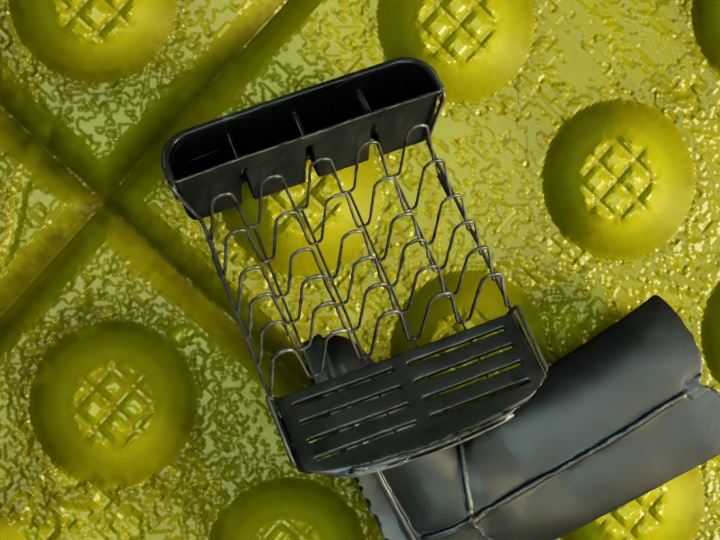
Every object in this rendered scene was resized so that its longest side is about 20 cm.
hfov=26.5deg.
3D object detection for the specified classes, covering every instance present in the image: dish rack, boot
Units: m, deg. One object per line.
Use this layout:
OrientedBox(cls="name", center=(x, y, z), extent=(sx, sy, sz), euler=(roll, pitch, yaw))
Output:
OrientedBox(cls="dish rack", center=(0.000, 0.000, 0.773), extent=(0.152, 0.055, 0.201), euler=(-20, 62, -8))
OrientedBox(cls="boot", center=(0.086, 0.069, 0.823), extent=(0.199, 0.066, 0.166), euler=(-26, 104, -4))
